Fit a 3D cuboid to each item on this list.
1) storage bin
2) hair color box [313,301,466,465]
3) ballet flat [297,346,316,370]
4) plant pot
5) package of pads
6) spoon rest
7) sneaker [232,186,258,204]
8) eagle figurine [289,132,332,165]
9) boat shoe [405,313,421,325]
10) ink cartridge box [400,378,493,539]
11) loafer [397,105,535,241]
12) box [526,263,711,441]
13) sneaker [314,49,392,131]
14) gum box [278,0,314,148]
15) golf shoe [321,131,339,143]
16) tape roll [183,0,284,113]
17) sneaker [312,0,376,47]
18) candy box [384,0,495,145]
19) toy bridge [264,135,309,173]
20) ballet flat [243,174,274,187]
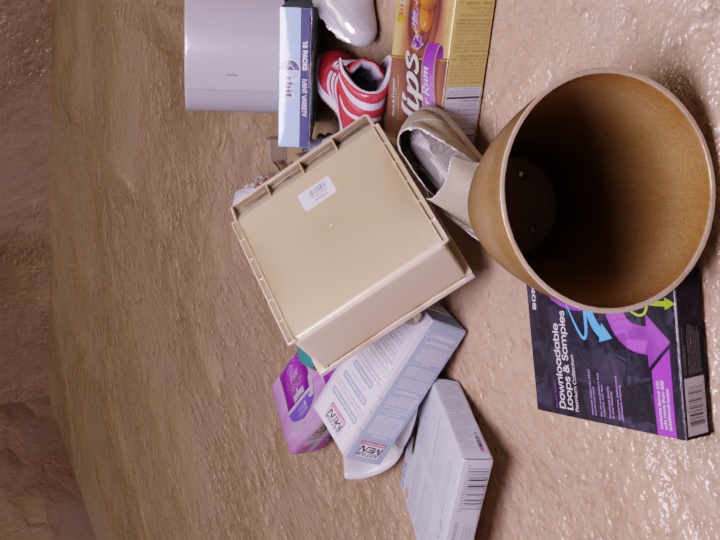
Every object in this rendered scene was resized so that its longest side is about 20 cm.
[{"bbox_3d":[-0.016,-0.032,1.055,0.200,0.199,0.094,61,-172,30],"label":"storage bin"},{"bbox_3d":[0.031,0.120,1.162,0.201,0.060,0.099,-58,39,16],"label":"hair color box"},{"bbox_3d":[-0.028,0.083,1.253,0.200,0.070,0.070,127,136,-65],"label":"ballet flat"},{"bbox_3d":[0.169,-0.063,0.843,0.200,0.183,0.190,-176,79,-75],"label":"plant pot"},{"bbox_3d":[-0.062,0.175,1.416,0.200,0.075,0.122,-54,50,52],"label":"package of pads"},{"bbox_3d":[0.038,0.201,1.252,0.100,0.060,0.201,-93,24,-45],"label":"spoon rest"},{"bbox_3d":[-0.091,-0.030,1.226,0.199,0.100,0.078,32,175,16],"label":"sneaker"},{"bbox_3d":[-0.055,-0.066,1.329,0.150,0.151,0.203,3,65,23],"label":"eagle figurine"},{"bbox_3d":[-0.001,-0.001,1.132,0.198,0.075,0.067,20,73,40],"label":"boat shoe"},{"bbox_3d":[0.097,0.239,1.148,0.201,0.043,0.199,-106,21,-61],"label":"ink cartridge box"},{"bbox_3d":[0.105,-0.083,0.994,0.200,0.068,0.076,47,130,16],"label":"loafer"},{"bbox_3d":[0.227,0.067,0.887,0.199,0.036,0.145,0,96,63],"label":"box"},{"bbox_3d":[-0.008,-0.240,1.190,0.113,0.070,0.201,97,159,-46],"label":"sneaker"},{"bbox_3d":[-0.081,-0.267,1.290,0.200,0.044,0.173,-93,5,-71],"label":"gum box"},{"bbox_3d":[0.006,-0.080,1.218,0.077,0.087,0.203,-33,69,58],"label":"golf shoe"},{"bbox_3d":[-0.183,-0.330,1.398,0.203,0.137,0.206,-179,90,-81],"label":"tape roll"},{"bbox_3d":[-0.018,-0.377,1.214,0.080,0.076,0.203,-29,74,41],"label":"sneaker"},{"bbox_3d":[0.084,-0.226,1.068,0.117,0.056,0.203,39,129,51],"label":"candy box"},{"bbox_3d":[-0.070,-0.116,1.234,0.200,0.027,0.068,35,132,54],"label":"toy bridge"},{"bbox_3d":[-0.131,-0.066,1.504,0.201,0.063,0.076,61,144,34],"label":"ballet flat"}]
